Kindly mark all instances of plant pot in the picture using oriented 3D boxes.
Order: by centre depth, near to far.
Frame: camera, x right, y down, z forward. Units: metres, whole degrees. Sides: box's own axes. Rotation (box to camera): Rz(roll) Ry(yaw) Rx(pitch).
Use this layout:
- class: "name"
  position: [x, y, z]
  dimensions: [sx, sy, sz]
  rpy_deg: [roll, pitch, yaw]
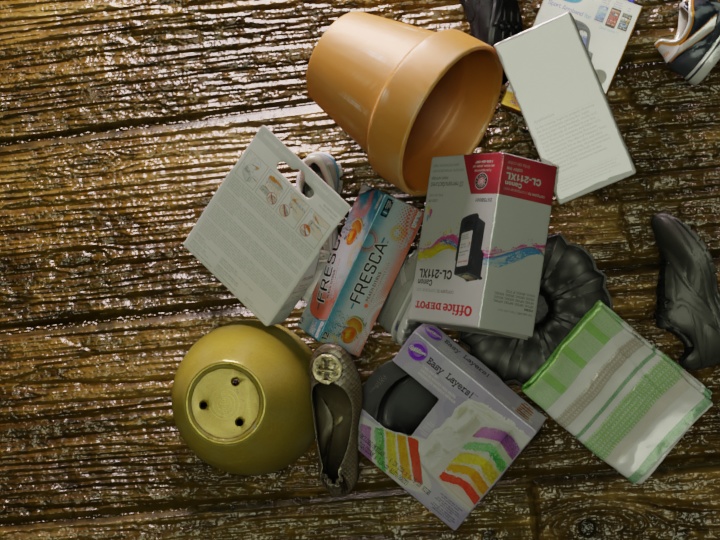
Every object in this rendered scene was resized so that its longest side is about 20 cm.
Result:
- class: "plant pot"
  position: [0.041, -0.220, 1.633]
  dimensions: [0.183, 0.200, 0.200]
  rpy_deg: [33, 92, 25]
- class: "plant pot"
  position: [-0.150, 0.159, 1.657]
  dimensions: [0.200, 0.142, 0.200]
  rpy_deg: [0, 87, 8]

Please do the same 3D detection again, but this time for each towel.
- class: "towel"
  position: [0.311, 0.150, 1.611]
  dimensions: [0.200, 0.031, 0.149]
  rpy_deg: [38, 93, -16]

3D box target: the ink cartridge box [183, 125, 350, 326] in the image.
- class: "ink cartridge box"
  position: [-0.110, -0.056, 1.667]
  dimensions: [0.160, 0.047, 0.200]
  rpy_deg: [44, 114, 16]

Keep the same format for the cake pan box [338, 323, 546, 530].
- class: "cake pan box"
  position: [0.095, 0.186, 1.635]
  dimensions: [0.200, 0.052, 0.184]
  rpy_deg: [41, 115, 8]

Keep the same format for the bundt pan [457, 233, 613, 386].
- class: "bundt pan"
  position: [0.210, 0.046, 1.645]
  dimensions: [0.202, 0.076, 0.202]
  rpy_deg: [0, 88, 7]

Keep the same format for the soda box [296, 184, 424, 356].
- class: "soda box"
  position: [0.000, 0.000, 1.657]
  dimensions: [0.068, 0.064, 0.200]
  rpy_deg: [24, 92, -31]

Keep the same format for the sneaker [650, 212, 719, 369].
- class: "sneaker"
  position: [0.389, 0.027, 1.617]
  dimensions: [0.091, 0.076, 0.200]
  rpy_deg: [-23, 83, 0]

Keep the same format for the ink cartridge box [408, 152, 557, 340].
- class: "ink cartridge box"
  position: [0.139, -0.028, 1.550]
  dimensions: [0.083, 0.146, 0.200]
  rpy_deg: [11, 86, -32]

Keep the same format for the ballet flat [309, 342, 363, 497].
- class: "ballet flat"
  position: [-0.033, 0.186, 1.637]
  dimensions: [0.067, 0.046, 0.200]
  rpy_deg: [7, 110, 24]

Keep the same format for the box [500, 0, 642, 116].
- class: "box"
  position: [0.266, -0.275, 1.669]
  dimensions: [0.119, 0.041, 0.200]
  rpy_deg: [22, 93, 8]

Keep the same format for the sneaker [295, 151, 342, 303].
- class: "sneaker"
  position: [-0.060, -0.052, 1.682]
  dimensions: [0.075, 0.087, 0.200]
  rpy_deg: [-3, 89, 6]

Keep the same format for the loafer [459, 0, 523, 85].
- class: "loafer"
  position: [0.160, -0.331, 1.680]
  dimensions: [0.070, 0.068, 0.201]
  rpy_deg: [2, 96, 44]

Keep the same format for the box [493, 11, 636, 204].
- class: "box"
  position: [0.244, -0.190, 1.586]
  dimensions: [0.097, 0.124, 0.200]
  rpy_deg: [-22, 90, 12]

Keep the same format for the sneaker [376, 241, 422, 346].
- class: "sneaker"
  position: [0.073, -0.008, 1.663]
  dimensions: [0.082, 0.075, 0.200]
  rpy_deg: [29, 94, 40]

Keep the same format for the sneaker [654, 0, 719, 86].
- class: "sneaker"
  position: [0.440, -0.326, 1.627]
  dimensions: [0.079, 0.078, 0.200]
  rpy_deg: [39, 95, 2]
